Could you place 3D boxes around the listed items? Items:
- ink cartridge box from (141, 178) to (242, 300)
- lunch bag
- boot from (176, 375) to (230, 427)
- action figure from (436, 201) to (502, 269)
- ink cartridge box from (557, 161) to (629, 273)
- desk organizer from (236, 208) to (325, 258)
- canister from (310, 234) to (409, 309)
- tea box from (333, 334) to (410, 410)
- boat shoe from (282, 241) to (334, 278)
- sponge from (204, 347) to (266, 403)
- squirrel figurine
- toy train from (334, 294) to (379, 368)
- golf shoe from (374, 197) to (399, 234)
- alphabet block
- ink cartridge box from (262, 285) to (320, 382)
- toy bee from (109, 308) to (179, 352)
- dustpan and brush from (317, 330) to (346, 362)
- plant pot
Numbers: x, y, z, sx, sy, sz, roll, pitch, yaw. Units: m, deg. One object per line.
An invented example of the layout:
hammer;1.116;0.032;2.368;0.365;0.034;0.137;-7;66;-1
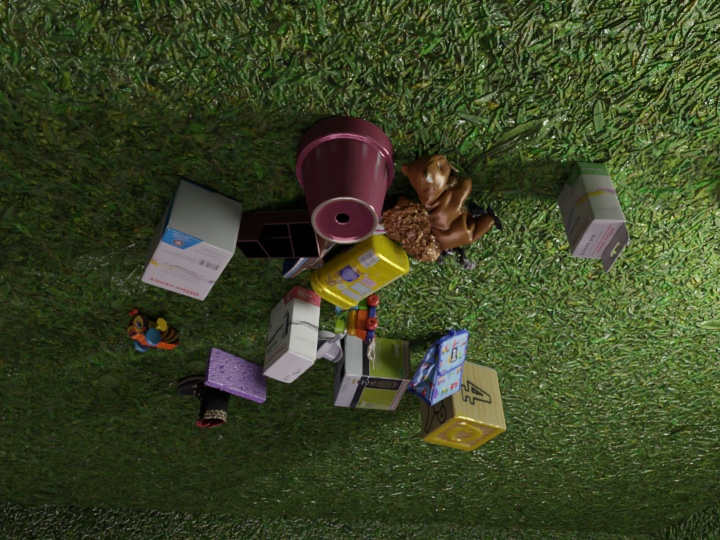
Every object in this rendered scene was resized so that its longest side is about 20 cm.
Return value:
ink cartridge box;-0.366;-0.062;1.321;0.145;0.146;0.200;21;137;-24
lunch bag;0.231;0.252;1.703;0.149;0.093;0.203;-12;123;-47
boot;-0.495;0.412;1.912;0.196;0.153;0.074;-7;142;8
action figure;0.213;-0.064;1.359;0.118;0.103;0.200;25;132;-31
ink cartridge box;0.464;-0.106;1.225;0.066;0.203;0.118;3;142;-5
desk organizer;-0.172;-0.077;1.318;0.197;0.078;0.072;-1;145;26
canister;0.000;0.000;1.447;0.199;0.088;0.148;-31;138;31
tea box;0.032;0.305;1.795;0.193;0.135;0.201;8;141;-9
boat shoe;-0.113;-0.037;1.414;0.072;0.073;0.200;22;137;-28
sponge;-0.369;0.315;1.823;0.198;0.113;0.030;27;133;-30
squirrel figurine;0.137;-0.127;1.219;0.199;0.142;0.187;-40;129;-5
toy train;-0.015;0.152;1.552;0.113;0.203;0.085;6;142;-1
golf shoe;0.007;-0.110;1.321;0.196;0.074;0.093;6;141;-7
alphabet block;0.307;0.415;1.882;0.193;0.203;0.196;16;140;-21
ink cartridge box;-0.175;0.164;1.561;0.084;0.203;0.146;22;137;-26
toy bee;-0.582;0.158;1.650;0.129;0.110;0.200;-19;164;10
dustpan and brush;-0.091;0.204;1.720;0.138;0.058;0.200;26;130;-19
plant pot;-0.029;-0.160;1.172;0.196;0.181;0.201;0;143;0
